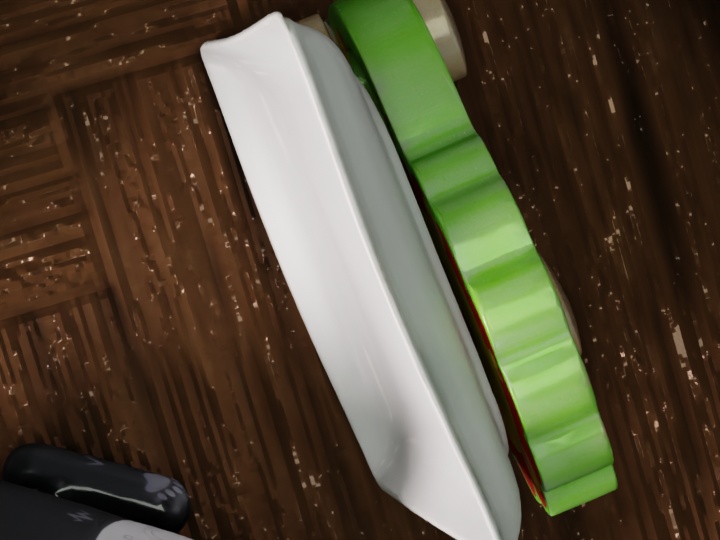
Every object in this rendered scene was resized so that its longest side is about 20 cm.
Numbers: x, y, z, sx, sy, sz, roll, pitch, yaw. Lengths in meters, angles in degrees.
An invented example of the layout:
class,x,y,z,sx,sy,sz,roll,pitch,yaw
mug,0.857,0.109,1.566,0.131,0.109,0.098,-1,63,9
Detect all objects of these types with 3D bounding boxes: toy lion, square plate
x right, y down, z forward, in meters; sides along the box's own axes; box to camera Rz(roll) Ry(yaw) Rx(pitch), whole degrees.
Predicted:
class,x,y,z,sx,sy,sz,roll,pitch,yaw
toy lion,0.040,-0.012,0.819,0.068,0.192,0.201,-23,96,-1
square plate,0.000,0.000,0.818,0.028,0.198,0.201,-23,97,-10

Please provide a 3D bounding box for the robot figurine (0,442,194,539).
class,x,y,z,sx,sy,sz,roll,pitch,yaw
robot figurine,-0.125,0.151,0.855,0.199,0.150,0.125,16,105,8
